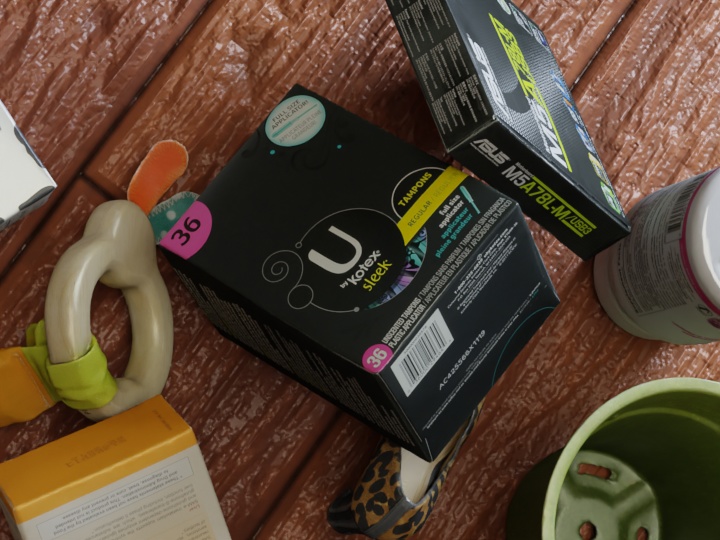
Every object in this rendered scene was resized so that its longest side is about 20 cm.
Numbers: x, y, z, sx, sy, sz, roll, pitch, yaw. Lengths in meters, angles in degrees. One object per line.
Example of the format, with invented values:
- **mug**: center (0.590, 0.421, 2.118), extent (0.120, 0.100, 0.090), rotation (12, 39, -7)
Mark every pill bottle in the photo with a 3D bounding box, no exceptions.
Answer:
- **pill bottle**: center (0.242, -0.008, 1.428), extent (0.113, 0.200, 0.114), rotation (2, 83, -15)

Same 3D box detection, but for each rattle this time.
- **rattle**: center (-0.193, 0.013, 1.405), extent (0.130, 0.143, 0.201), rotation (28, 56, -39)

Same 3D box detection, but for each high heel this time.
- **high heel**: center (0.056, 0.100, 1.402), extent (0.071, 0.143, 0.200), rotation (36, 76, -8)

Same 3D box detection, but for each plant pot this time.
- **plant pot**: center (0.186, 0.179, 1.404), extent (0.199, 0.190, 0.201), rotation (2, 83, -14)

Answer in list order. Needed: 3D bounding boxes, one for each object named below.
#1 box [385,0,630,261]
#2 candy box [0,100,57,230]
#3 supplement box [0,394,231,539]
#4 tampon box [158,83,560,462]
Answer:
- **box**: center (0.092, -0.125, 1.389), extent (0.047, 0.193, 0.200), rotation (-31, 53, 17)
- **candy box**: center (-0.329, -0.067, 1.355), extent (0.200, 0.072, 0.168), rotation (-35, 93, -16)
- **supplement box**: center (-0.145, 0.199, 1.337), extent (0.126, 0.074, 0.201), rotation (-23, 114, -17)
- **tampon box**: center (0.000, 0.000, 1.359), extent (0.200, 0.126, 0.150), rotation (29, 72, 32)
